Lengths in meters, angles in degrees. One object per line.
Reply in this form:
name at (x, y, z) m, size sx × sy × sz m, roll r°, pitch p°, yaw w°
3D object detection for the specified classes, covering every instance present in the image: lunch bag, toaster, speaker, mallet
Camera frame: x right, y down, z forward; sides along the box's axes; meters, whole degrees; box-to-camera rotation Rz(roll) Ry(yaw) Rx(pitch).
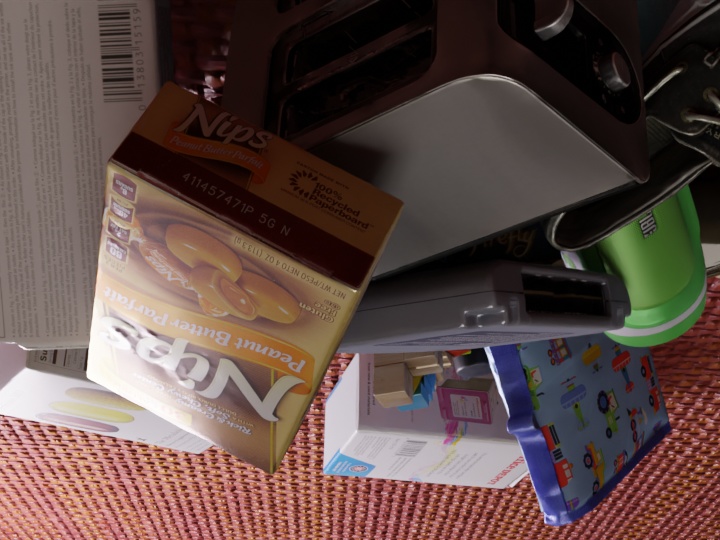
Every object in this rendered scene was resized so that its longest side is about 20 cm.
lunch bag at (0.153, 0.088, 0.911) m, size 0.094 × 0.151 × 0.200 m, roll -15°, pitch -175°, yaw 27°
toaster at (0.031, -0.107, 0.597) m, size 0.199 × 0.182 × 0.119 m, roll -20°, pitch 141°, yaw 36°
speaker at (0.156, -0.046, 0.756) m, size 0.088 × 0.089 × 0.200 m, roll -12°, pitch 129°, yaw 22°
mallet at (0.151, 0.080, 1.085) m, size 0.199 × 0.066 × 0.041 m, roll 23°, pitch 144°, yaw -38°

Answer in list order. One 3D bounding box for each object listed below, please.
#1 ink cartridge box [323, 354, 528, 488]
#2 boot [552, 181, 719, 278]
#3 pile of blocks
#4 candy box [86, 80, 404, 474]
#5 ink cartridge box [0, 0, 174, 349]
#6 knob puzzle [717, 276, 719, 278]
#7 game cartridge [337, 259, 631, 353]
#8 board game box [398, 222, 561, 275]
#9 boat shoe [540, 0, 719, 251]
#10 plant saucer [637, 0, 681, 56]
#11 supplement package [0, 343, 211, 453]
ink cartridge box at (0.075, 0.151, 1.204) m, size 0.199 × 0.085 × 0.145 m, roll 8°, pitch 152°, yaw -12°
boot at (0.199, -0.039, 0.842) m, size 0.199 × 0.075 × 0.097 m, roll -10°, pitch 154°, yaw 23°
pile of blocks at (0.060, 0.060, 0.935) m, size 0.062 × 0.200 × 0.083 m, roll -11°, pitch 106°, yaw 15°
candy box at (-0.063, 0.014, 0.576) m, size 0.115 × 0.055 × 0.200 m, roll 28°, pitch 146°, yaw 2°
ink cartridge box at (-0.191, -0.056, 0.687) m, size 0.172 × 0.201 × 0.044 m, roll -2°, pitch -172°, yaw 5°
knob puzzle at (0.370, -0.016, 0.934) m, size 0.218 × 0.031 × 0.220 m, roll 0°, pitch 153°, yaw 0°
game cartridge at (0.059, 0.024, 0.696) m, size 0.133 × 0.041 × 0.200 m, roll -14°, pitch 170°, yaw 30°
board game box at (0.000, 0.000, 0.734) m, size 0.199 × 0.035 × 0.135 m, roll -5°, pitch 169°, yaw -30°
boat shoe at (0.163, -0.076, 0.588) m, size 0.072 × 0.071 × 0.200 m, roll 24°, pitch 130°, yaw -29°
plant saucer at (0.231, -0.131, 0.633) m, size 0.199 × 0.036 × 0.201 m, roll -11°, pitch 141°, yaw -9°
supplement package at (-0.196, 0.070, 1.018) m, size 0.199 × 0.110 × 0.114 m, roll 16°, pitch 149°, yaw -29°
